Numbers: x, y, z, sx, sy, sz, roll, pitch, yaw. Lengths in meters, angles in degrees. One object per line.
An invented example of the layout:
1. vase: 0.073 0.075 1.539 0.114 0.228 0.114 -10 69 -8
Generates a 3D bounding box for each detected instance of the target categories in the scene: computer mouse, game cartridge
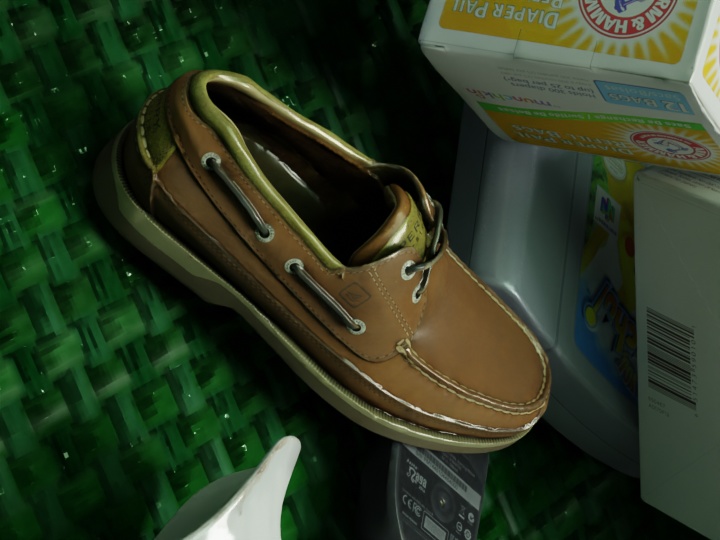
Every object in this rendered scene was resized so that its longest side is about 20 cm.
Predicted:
1. computer mouse: 0.029 0.046 0.920 0.059 0.034 0.201 44 43 -32
2. game cartridge: 0.106 0.009 0.981 0.200 0.040 0.134 37 55 -42

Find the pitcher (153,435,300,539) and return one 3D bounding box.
1. pitcher: -0.049 0.177 0.745 0.171 0.121 0.201 -23 83 -26

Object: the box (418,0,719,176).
1. box: 0.113 -0.148 0.870 0.101 0.112 0.201 38 67 -61

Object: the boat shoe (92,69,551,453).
1. boat shoe: 0.000 0.000 0.843 0.199 0.068 0.072 31 45 -23

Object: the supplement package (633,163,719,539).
1. supplement package: 0.231 0.020 0.924 0.199 0.150 0.153 -22 121 -31
